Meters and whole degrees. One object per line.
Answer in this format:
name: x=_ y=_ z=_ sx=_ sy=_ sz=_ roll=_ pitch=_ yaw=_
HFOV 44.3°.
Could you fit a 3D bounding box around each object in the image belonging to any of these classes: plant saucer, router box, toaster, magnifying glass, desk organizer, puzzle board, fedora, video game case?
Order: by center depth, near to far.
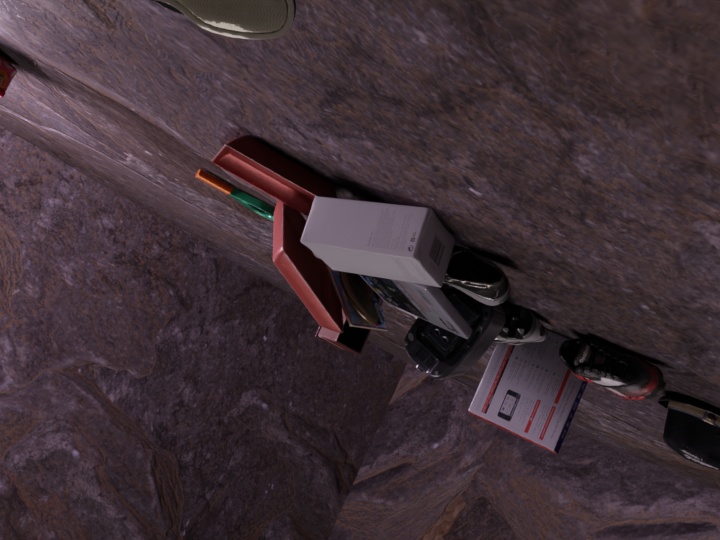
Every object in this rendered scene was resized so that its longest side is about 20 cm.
plant saucer: x=-0.134 y=-0.152 z=1.415 sx=0.198 sy=0.037 sz=0.199 roll=28 pitch=172 yaw=-14
video game case: x=0.074 y=0.033 z=1.423 sx=0.180 sy=0.024 sz=0.200 roll=23 pitch=167 yaw=35
toaster: x=0.174 y=0.097 z=1.546 sx=0.113 sy=0.201 sz=0.129 roll=41 pitch=-170 yaw=23
plant saucer: x=-0.097 y=-0.011 z=1.549 sx=0.201 sy=0.036 sz=0.201 roll=56 pitch=-166 yaw=-31
puzzle board: x=-0.016 y=0.014 z=1.629 sx=0.150 sy=0.017 sz=0.203 roll=16 pitch=-132 yaw=-63
router box: x=0.321 y=0.211 z=1.648 sx=0.177 sy=0.203 sz=0.049 roll=22 pitch=171 yaw=26
fedora: x=0.640 y=0.313 z=1.649 sx=0.198 sy=0.093 sz=0.201 roll=26 pitch=173 yaw=4
desk organizer: x=-0.004 y=0.058 z=1.746 sx=0.071 sy=0.203 sz=0.077 roll=30 pitch=169 yaw=-31
magnifying glass: x=-0.253 y=-0.155 z=1.847 sx=0.198 sy=0.023 sz=0.079 roll=31 pitch=171 yaw=-21

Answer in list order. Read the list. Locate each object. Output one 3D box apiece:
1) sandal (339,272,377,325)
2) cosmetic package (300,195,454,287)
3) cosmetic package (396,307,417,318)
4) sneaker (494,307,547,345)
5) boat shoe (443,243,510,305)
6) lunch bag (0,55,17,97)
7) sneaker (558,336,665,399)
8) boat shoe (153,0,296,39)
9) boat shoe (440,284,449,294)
sandal: x=0.000 y=0.000 z=1.585 sx=0.053 sy=0.203 sz=0.080 roll=-27 pitch=146 yaw=24
cosmetic package: x=0.025 y=-0.043 z=1.295 sx=0.197 sy=0.082 sz=0.113 roll=11 pitch=163 yaw=29
cosmetic package: x=0.105 y=0.031 z=1.629 sx=0.106 sy=0.086 sz=0.200 roll=24 pitch=172 yaw=17
sneaker: x=0.256 y=0.104 z=1.638 sx=0.198 sy=0.075 sz=0.088 roll=13 pitch=169 yaw=46
boat shoe: x=0.135 y=-0.014 z=1.332 sx=0.197 sy=0.071 sz=0.064 roll=21 pitch=160 yaw=27
lunch bag: x=-0.762 y=-0.410 z=1.686 sx=0.198 sy=0.083 sz=0.176 roll=26 pitch=176 yaw=16
sneaker: x=0.417 y=0.163 z=1.500 sx=0.097 sy=0.072 sz=0.199 roll=30 pitch=174 yaw=-38
boat shoe: x=-0.143 y=-0.253 z=0.754 sx=0.197 sy=0.073 sz=0.068 roll=19 pitch=-152 yaw=6
boat shoe: x=0.068 y=-0.015 z=1.497 sx=0.197 sy=0.073 sz=0.072 roll=24 pitch=172 yaw=18
